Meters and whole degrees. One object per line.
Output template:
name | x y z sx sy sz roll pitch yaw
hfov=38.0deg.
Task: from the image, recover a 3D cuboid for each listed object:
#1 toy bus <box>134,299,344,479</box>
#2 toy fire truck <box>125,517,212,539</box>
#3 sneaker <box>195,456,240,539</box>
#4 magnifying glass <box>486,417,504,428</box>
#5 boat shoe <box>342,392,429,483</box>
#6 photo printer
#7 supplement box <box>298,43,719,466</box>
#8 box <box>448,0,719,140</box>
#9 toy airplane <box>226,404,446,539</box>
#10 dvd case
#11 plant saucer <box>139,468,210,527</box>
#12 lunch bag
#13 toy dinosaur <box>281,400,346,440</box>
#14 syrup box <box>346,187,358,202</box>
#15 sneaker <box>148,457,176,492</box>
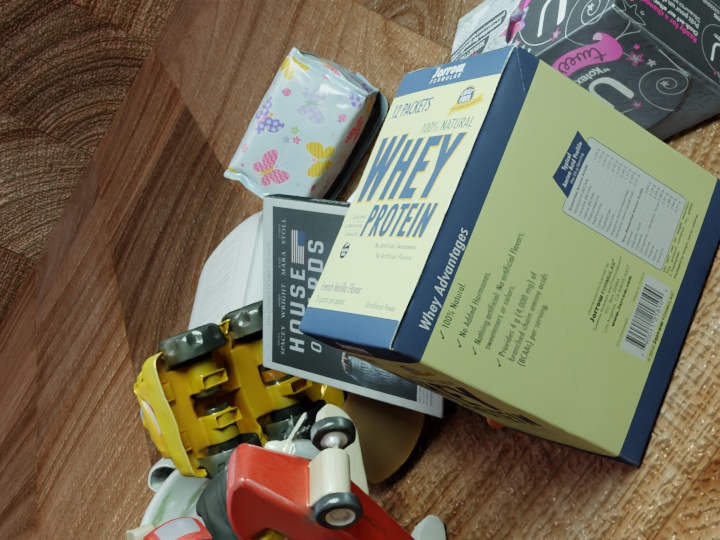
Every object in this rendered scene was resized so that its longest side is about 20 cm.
toy bus | -0.148 0.116 1.006 0.192 0.200 0.136 -15 95 44
toy fire truck | -0.164 0.259 0.858 0.141 0.049 0.201 45 138 38
sneaker | -0.071 0.245 0.816 0.091 0.076 0.201 -39 63 41
magnifying glass | 0.092 0.054 0.864 0.080 0.022 0.200 -54 28 24
boat shoe | 0.038 0.084 0.875 0.070 0.070 0.201 -40 -28 -64
photo printer | -0.149 0.029 1.293 0.166 0.069 0.201 -40 33 42
supplement box | 0.103 -0.007 0.690 0.134 0.199 0.201 4 69 63
box | 0.169 -0.161 0.790 0.200 0.132 0.115 -27 42 52
toy airplane | -0.020 0.201 0.739 0.141 0.200 0.200 -27 -5 19
dvd case | -0.004 0.022 0.831 0.200 0.025 0.151 10 103 41
plant saucer | -0.127 0.266 1.000 0.200 0.050 0.201 -17 54 25
lunch bag | -0.055 -0.162 1.231 0.170 0.127 0.200 -59 0 10
toy dinosaur | -0.058 0.177 0.889 0.047 0.088 0.200 13 55 45
syrup box | 0.045 -0.049 0.910 0.081 0.079 0.200 36 85 33
sneaker | -0.187 0.214 1.155 0.075 0.099 0.200 -62 24 8
